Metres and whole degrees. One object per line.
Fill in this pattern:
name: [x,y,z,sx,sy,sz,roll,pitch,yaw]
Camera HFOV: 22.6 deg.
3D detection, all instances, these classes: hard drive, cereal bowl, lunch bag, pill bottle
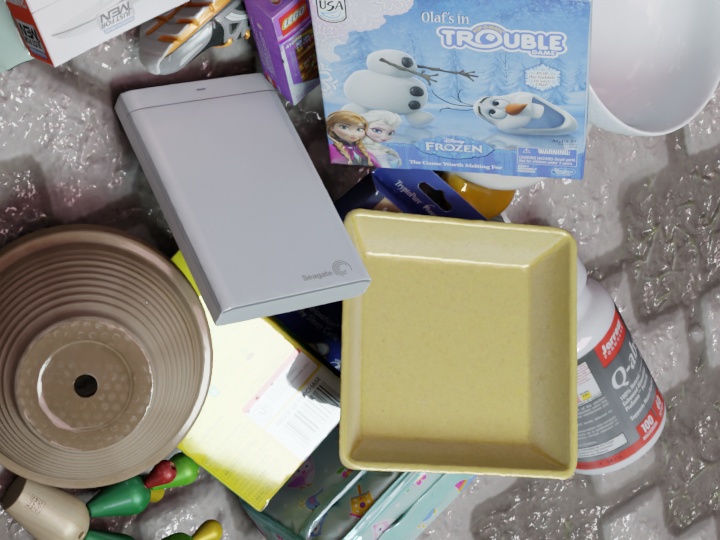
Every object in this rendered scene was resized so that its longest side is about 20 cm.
hard drive: [-0.090,-0.058,1.367,0.131,0.201,0.027,-11,153,-32]
cereal bowl: [0.202,-0.207,1.422,0.199,0.083,0.202,-4,96,-39]
lunch bag: [0.009,0.160,1.493,0.200,0.160,0.077,-45,126,-16]
pill bottle: [0.190,0.078,1.626,0.116,0.116,0.201,-43,123,-18]

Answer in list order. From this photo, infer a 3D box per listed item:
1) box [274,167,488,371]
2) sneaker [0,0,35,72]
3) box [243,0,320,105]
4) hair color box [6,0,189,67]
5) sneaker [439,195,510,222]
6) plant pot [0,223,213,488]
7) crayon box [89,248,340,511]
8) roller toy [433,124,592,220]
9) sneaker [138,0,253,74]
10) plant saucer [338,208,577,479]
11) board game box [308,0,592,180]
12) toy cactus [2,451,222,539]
box: [0.000,0.000,1.466,0.200,0.033,0.121,-41,126,16]
sneaker: [-0.212,-0.224,1.292,0.200,0.074,0.119,-36,117,-14]
box: [0.002,-0.231,1.378,0.200,0.039,0.137,-42,161,-12]
hair color box: [-0.206,-0.252,1.208,0.110,0.064,0.201,-29,115,-19]
sneaker: [0.091,0.010,1.522,0.090,0.066,0.202,19,60,-56]
plant pot: [-0.204,0.073,1.324,0.199,0.093,0.203,-2,103,-10]
crayon box: [-0.113,0.081,1.427,0.127,0.051,0.200,-47,114,1]
roller toy: [0.104,-0.161,1.489,0.200,0.139,0.183,-47,123,-15]
sneaker: [-0.087,-0.211,1.384,0.200,0.078,0.077,-45,128,-18]
plant saucer: [0.072,0.062,1.425,0.198,0.048,0.202,5,79,-19]
board game box: [0.069,-0.148,1.322,0.200,0.198,0.044,83,14,-53]
toy cactus: [-0.206,0.220,1.413,0.165,0.102,0.201,36,89,-26]
